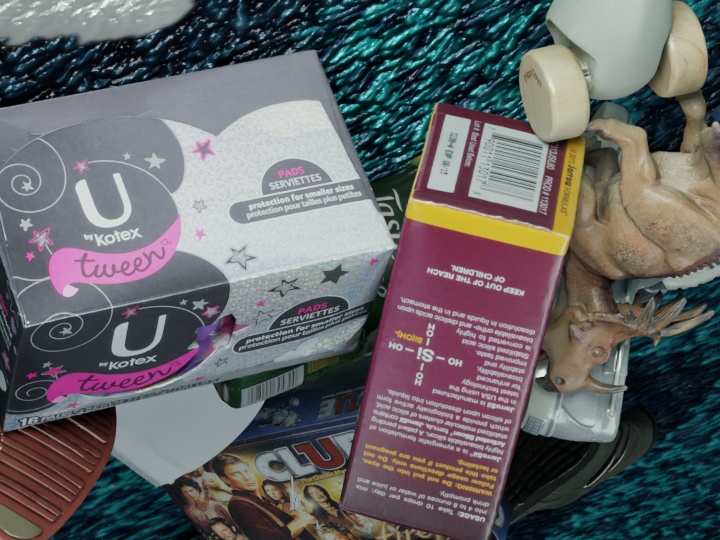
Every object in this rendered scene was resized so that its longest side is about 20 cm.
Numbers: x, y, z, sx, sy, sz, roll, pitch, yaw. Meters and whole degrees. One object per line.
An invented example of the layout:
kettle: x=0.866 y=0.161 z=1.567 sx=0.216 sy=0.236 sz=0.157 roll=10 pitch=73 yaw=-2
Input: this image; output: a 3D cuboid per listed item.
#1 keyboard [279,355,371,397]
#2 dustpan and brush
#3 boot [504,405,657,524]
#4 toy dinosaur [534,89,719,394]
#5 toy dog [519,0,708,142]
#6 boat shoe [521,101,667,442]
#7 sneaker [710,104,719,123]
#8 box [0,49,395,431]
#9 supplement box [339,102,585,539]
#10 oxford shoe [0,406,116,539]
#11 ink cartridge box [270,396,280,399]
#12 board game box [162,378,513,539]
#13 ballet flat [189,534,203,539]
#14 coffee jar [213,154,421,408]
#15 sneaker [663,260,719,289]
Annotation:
keyboard: x=-0.047 y=0.059 z=1.697 sx=0.199 sy=0.011 sz=0.056 roll=7 pitch=138 yaw=-28
dustpan and brush: x=-0.079 y=0.038 z=1.622 sx=0.200 sy=0.057 sz=0.140 roll=-29 pitch=139 yaw=17
boot: x=0.104 y=0.154 z=1.838 sx=0.200 sy=0.068 sz=0.131 roll=-32 pitch=159 yaw=19
toy dinosaur: x=0.162 y=-0.021 z=1.475 sx=0.086 sy=0.136 sz=0.200 roll=-26 pitch=176 yaw=-41
toy dog: x=0.126 y=-0.163 z=1.381 sx=0.132 sy=0.096 sz=0.200 roll=-3 pitch=134 yaw=-31
boat shoe: x=0.142 y=0.004 z=1.578 sx=0.071 sy=0.201 sz=0.070 roll=15 pitch=167 yaw=-7
sneaker: x=0.299 y=-0.046 z=1.668 sx=0.200 sy=0.085 sz=0.077 roll=26 pitch=142 yaw=-23
box: x=-0.101 y=-0.016 z=1.396 sx=0.199 sy=0.132 sz=0.115 roll=-13 pitch=152 yaw=-19
supplement box: x=0.054 y=0.029 z=1.439 sx=0.085 sy=0.110 sz=0.201 roll=14 pitch=122 yaw=2
oxford shoe: x=-0.174 y=0.071 z=1.453 sx=0.070 sy=0.200 sz=0.075 roll=39 pitch=134 yaw=-26
ink cartridge box: x=0.006 y=0.108 z=1.815 sx=0.199 sy=0.068 sz=0.115 roll=-5 pitch=148 yaw=-34
board game box: x=-0.021 y=0.136 z=1.738 sx=0.199 sy=0.035 sz=0.136 roll=-14 pitch=128 yaw=29
ballet flat: x=-0.060 y=0.198 z=1.947 sx=0.200 sy=0.064 sz=0.076 roll=-28 pitch=156 yaw=13
coffee jar: x=0.000 y=0.000 z=1.551 sx=0.199 sy=0.105 sz=0.085 roll=-18 pitch=158 yaw=-12
sneaker: x=0.172 y=-0.032 z=1.666 sx=0.199 sy=0.076 sz=0.088 roll=-17 pitch=154 yaw=-15
